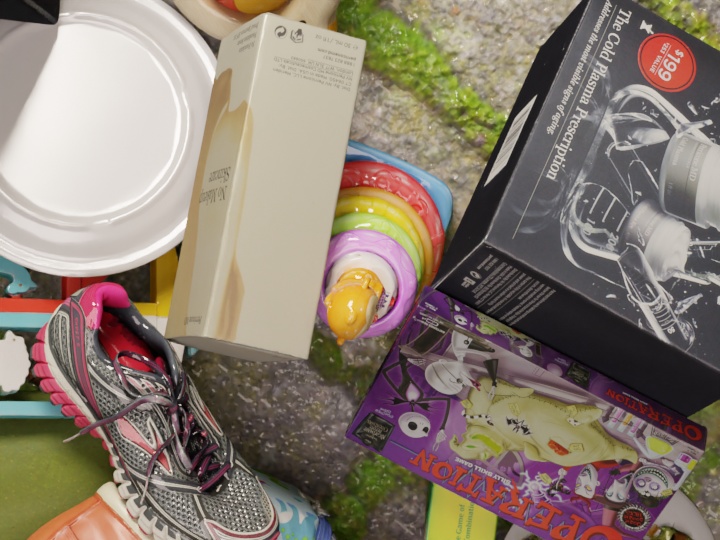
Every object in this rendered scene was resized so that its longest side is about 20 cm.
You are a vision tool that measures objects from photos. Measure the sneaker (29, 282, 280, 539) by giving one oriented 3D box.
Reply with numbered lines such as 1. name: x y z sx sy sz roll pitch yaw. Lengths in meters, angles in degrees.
1. sneaker: -0.123 0.098 1.194 0.200 0.081 0.075 48 135 1

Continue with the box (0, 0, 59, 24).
1. box: -0.242 -0.259 1.134 0.122 0.200 0.200 5 90 1

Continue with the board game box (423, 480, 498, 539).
1. board game box: 0.076 0.093 1.298 0.047 0.102 0.202 6 107 2

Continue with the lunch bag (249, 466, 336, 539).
1. lunch bag: -0.094 0.234 1.306 0.082 0.161 0.201 27 88 -12

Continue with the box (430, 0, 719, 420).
1. box: 0.172 -0.041 1.203 0.181 0.104 0.201 28 66 -7

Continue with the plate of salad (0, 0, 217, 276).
1. plate of salad: -0.182 -0.093 1.254 0.198 0.048 0.202 2 77 -9

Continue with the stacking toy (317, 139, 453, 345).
1. stacking toy: 0.000 0.000 1.222 0.109 0.200 0.117 24 105 -6

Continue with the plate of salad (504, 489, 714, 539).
1. plate of salad: 0.176 0.234 1.322 0.199 0.048 0.202 0 89 -27

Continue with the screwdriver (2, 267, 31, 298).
1. screwdriver: -0.227 0.009 1.276 0.028 0.029 0.201 37 74 -13

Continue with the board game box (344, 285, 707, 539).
1. board game box: 0.102 0.103 1.214 0.199 0.032 0.120 26 128 -2

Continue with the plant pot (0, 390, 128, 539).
1. plant pot: -0.229 0.154 1.300 0.188 0.200 0.202 -8 106 -8

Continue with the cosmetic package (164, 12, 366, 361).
1. cosmetic package: -0.061 -0.048 1.197 0.071 0.105 0.202 13 81 -18

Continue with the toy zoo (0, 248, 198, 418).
1. toy zoo: -0.191 0.031 1.256 0.198 0.020 0.132 2 79 -20

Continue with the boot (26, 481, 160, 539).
1. boot: -0.128 0.225 1.193 0.107 0.075 0.200 -40 79 -14

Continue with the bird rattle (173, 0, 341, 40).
1. bird rattle: -0.076 -0.215 1.220 0.198 0.113 0.164 5 123 4
